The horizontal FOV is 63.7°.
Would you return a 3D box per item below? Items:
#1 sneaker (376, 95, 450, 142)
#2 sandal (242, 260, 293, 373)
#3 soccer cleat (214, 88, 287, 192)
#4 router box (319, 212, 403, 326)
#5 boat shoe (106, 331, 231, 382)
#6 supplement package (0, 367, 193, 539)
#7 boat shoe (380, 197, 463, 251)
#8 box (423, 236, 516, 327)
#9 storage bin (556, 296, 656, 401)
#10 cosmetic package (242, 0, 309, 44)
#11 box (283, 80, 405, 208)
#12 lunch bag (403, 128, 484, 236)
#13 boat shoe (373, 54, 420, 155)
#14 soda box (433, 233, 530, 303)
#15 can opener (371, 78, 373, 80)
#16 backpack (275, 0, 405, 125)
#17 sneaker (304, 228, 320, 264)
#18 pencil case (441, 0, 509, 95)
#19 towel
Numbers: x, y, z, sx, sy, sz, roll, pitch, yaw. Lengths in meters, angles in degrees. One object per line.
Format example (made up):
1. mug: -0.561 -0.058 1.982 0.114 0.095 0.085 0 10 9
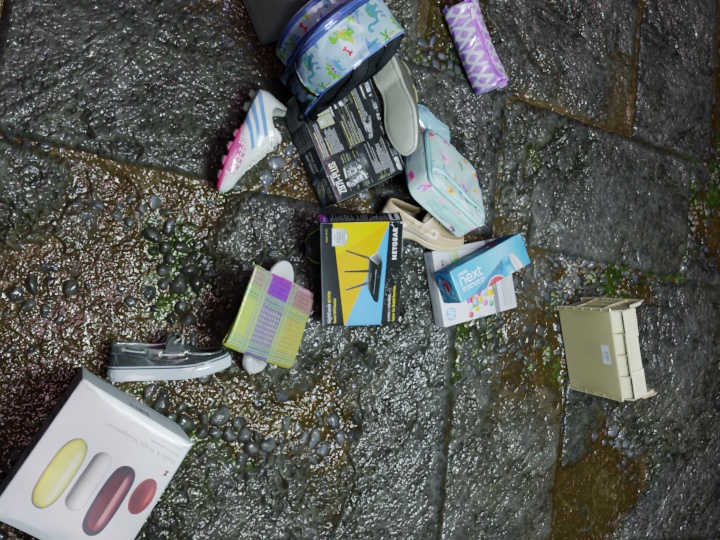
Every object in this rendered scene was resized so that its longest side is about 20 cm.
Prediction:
1. sneaker: 0.099 -0.304 1.172 0.197 0.073 0.084 28 58 -25
2. sandal: -0.175 0.077 1.025 0.082 0.049 0.207 27 79 -63
3. soccer cleat: -0.188 -0.221 1.019 0.085 0.070 0.204 23 78 -18
4. router box: 0.000 0.000 1.048 0.145 0.051 0.205 -2 115 -4
5. boat shoe: -0.310 0.138 0.947 0.195 0.072 0.073 -2 93 -24
6. supplement package: -0.392 0.288 0.862 0.190 0.146 0.203 37 73 -20
7. boat shoe: 0.132 -0.092 1.160 0.196 0.065 0.072 12 39 -24
8. box: 0.236 0.021 1.236 0.196 0.041 0.160 -11 92 -25
9. storage bin: 0.550 0.170 1.297 0.092 0.198 0.205 -10 93 -21
10. cosmetic package: -0.109 -0.525 0.998 0.164 0.199 0.171 -26 100 -24
11. box: -0.031 -0.245 1.088 0.162 0.086 0.204 -28 100 -24
12. lunch bag: 0.169 -0.165 1.132 0.198 0.076 0.163 32 43 -38
13. boat shoe: 0.076 -0.309 1.071 0.060 0.071 0.207 -3 74 -51
14. soda box: 0.250 -0.005 1.187 0.197 0.064 0.069 -26 98 -24
15. can opener: -0.009 -0.463 1.117 0.052 0.067 0.205 -20 97 -25
16. backpack: -0.039 -0.362 0.933 0.183 0.199 0.148 -42 104 -20
17. sneaker: -0.011 -0.050 1.094 0.196 0.081 0.076 -5 90 -26
18. pencil case: 0.249 -0.479 1.234 0.083 0.085 0.203 -31 102 -21
19. towel: -0.150 0.085 0.998 0.199 0.022 0.147 34 73 -58
